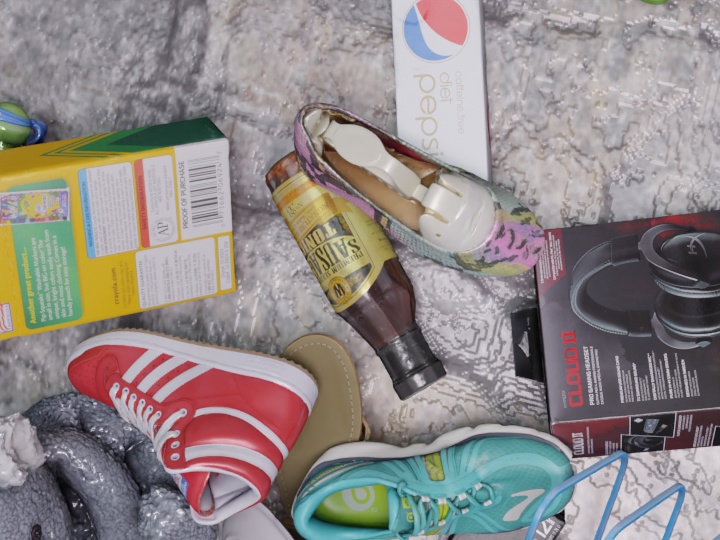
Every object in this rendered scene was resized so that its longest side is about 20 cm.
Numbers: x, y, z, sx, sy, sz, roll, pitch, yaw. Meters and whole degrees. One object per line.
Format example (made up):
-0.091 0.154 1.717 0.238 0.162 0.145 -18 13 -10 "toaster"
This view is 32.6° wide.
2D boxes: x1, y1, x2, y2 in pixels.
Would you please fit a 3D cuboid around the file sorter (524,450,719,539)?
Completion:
0.204 0.221 0.777 0.199 0.138 0.124 28 114 32 "file sorter"

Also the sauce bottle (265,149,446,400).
0.000 0.000 0.924 0.066 0.066 0.201 -32 82 7 "sauce bottle"

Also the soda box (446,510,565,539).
0.071 0.243 0.900 0.063 0.071 0.201 33 94 8 "soda box"

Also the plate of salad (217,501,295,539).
-0.043 0.243 0.877 0.048 0.200 0.202 -25 83 -26 "plate of salad"

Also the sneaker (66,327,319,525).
-0.136 0.108 0.853 0.198 0.072 0.113 4 51 23 "sneaker"

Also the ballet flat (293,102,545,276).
0.034 -0.057 0.852 0.199 0.071 0.070 30 84 14 "ballet flat"

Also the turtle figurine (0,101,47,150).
-0.327 -0.035 0.927 0.142 0.200 0.196 15 102 18 "turtle figurine"

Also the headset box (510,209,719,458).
0.205 0.044 0.858 0.197 0.077 0.150 -5 61 8 "headset box"

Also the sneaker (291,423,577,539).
0.048 0.156 0.831 0.198 0.080 0.078 -11 98 16 "sneaker"

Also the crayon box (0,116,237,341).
-0.193 -0.030 0.893 0.198 0.052 0.127 -12 120 -22 "crayon box"

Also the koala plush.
-0.241 0.171 0.875 0.177 0.200 0.184 -45 67 15 "koala plush"

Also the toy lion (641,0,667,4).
0.261 -0.284 0.898 0.198 0.069 0.194 21 98 9 "toy lion"

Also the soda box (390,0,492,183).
0.061 -0.141 0.920 0.067 0.064 0.203 -3 87 9 "soda box"

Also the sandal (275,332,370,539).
-0.026 0.133 0.928 0.077 0.070 0.214 5 111 16 "sandal"
